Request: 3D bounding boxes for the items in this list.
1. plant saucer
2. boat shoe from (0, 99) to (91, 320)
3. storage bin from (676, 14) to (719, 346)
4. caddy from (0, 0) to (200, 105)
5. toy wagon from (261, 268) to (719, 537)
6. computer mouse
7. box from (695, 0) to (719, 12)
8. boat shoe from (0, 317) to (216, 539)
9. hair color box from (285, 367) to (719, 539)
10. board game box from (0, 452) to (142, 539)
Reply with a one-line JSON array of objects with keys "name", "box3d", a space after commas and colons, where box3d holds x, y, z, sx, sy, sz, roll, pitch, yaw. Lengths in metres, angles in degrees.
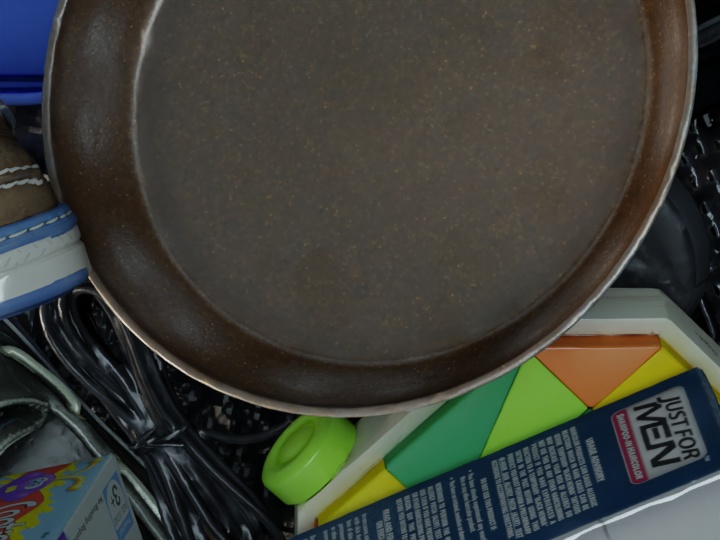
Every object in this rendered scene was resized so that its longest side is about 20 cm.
[{"name": "plant saucer", "box3d": [0.004, -0.055, 0.784, 0.200, 0.034, 0.201, -4, 78, 20]}, {"name": "boat shoe", "box3d": [-0.132, -0.027, 0.812, 0.072, 0.200, 0.073, -19, 99, -24]}, {"name": "storage bin", "box3d": [0.156, -0.022, 0.827, 0.094, 0.200, 0.135, -22, 90, -18]}, {"name": "caddy", "box3d": [-0.132, -0.124, 0.868, 0.199, 0.105, 0.142, 0, 93, 11]}, {"name": "toy wagon", "box3d": [0.041, 0.095, 0.829, 0.200, 0.040, 0.155, -42, 109, 14]}, {"name": "computer mouse", "box3d": [0.000, 0.000, 0.843, 0.200, 0.046, 0.141, -34, 100, 11]}, {"name": "box", "box3d": [0.160, -0.172, 0.836, 0.196, 0.200, 0.118, -27, 90, 1]}, {"name": "boat shoe", "box3d": [-0.127, 0.052, 0.903, 0.200, 0.064, 0.071, 38, 90, 0]}, {"name": "hair color box", "box3d": [0.030, 0.118, 0.784, 0.200, 0.061, 0.100, -23, 116, 7]}, {"name": "board game box", "box3d": [-0.167, 0.141, 0.849, 0.200, 0.105, 0.103, -12, 108, 14]}]
